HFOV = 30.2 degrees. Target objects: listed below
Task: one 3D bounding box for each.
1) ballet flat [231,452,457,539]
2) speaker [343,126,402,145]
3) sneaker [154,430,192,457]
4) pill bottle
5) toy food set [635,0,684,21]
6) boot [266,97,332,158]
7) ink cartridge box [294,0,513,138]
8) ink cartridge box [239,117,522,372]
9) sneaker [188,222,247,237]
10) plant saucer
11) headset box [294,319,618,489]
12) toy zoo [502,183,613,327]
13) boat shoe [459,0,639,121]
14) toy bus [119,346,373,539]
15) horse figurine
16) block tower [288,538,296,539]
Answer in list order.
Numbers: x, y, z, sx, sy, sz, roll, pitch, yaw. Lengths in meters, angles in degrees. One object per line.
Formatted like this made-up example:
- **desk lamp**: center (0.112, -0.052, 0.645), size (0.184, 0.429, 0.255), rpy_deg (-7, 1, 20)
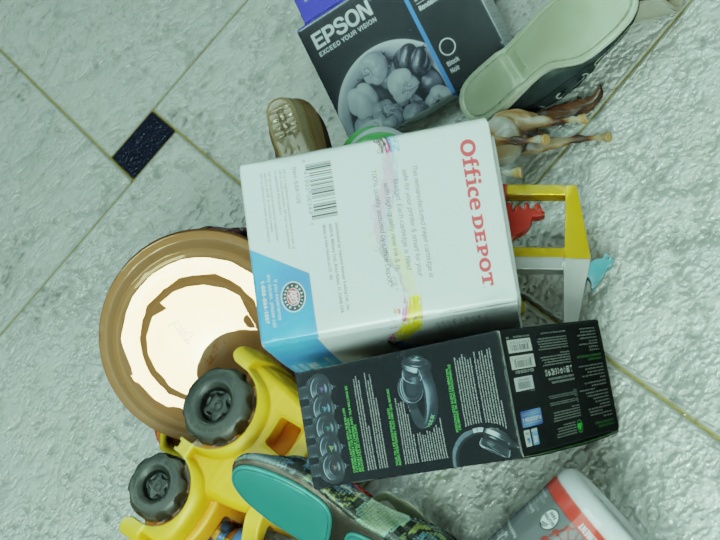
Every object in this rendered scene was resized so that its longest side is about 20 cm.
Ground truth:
- **ballet flat**: center (-0.008, 0.193, 1.065), size (0.199, 0.074, 0.075), rpy_deg (31, 77, 12)
- **speaker**: center (0.056, -0.073, 1.277), size (0.089, 0.088, 0.200), rpy_deg (-49, 39, -3)
- **sneaker**: center (-0.125, 0.109, 1.309), size (0.200, 0.073, 0.077), rpy_deg (-47, 38, 18)
- **pill bottle**: center (0.114, 0.246, 0.937), size (0.200, 0.116, 0.116), rpy_deg (-44, 39, 5)
- **toy food set**: center (0.254, -0.321, 1.319), size (0.142, 0.060, 0.202), rpy_deg (-7, 55, 39)
- **boot**: center (-0.039, -0.068, 1.322), size (0.071, 0.166, 0.203), rpy_deg (-14, 80, 10)
- **ink cartridge box**: center (0.037, -0.257, 1.385), size (0.197, 0.043, 0.202), rpy_deg (-29, 85, 22)
- **ink cartridge box**: center (0.022, -0.014, 1.069), size (0.197, 0.146, 0.149), rpy_deg (-10, 76, 6)
- **sneaker**: center (-0.156, 0.029, 1.395), size (0.114, 0.076, 0.202), rpy_deg (-6, 54, 35)
- **plant saucer**: center (-0.147, 0.063, 1.252), size (0.200, 0.200, 0.032), rpy_deg (-45, 7, 2)
- **headset box**: center (0.070, 0.104, 1.034), size (0.198, 0.173, 0.094), rpy_deg (-14, 83, 33)
- **toy zoo**: center (0.116, -0.008, 1.140), size (0.197, 0.020, 0.133), rpy_deg (0, 76, 9)
- **boat shoe**: center (0.188, -0.200, 1.273), size (0.199, 0.066, 0.075), rpy_deg (-40, 60, 24)
- **toy bus**: center (-0.080, 0.200, 1.158), size (0.191, 0.136, 0.201), rpy_deg (32, 83, 34)
- **horse figurine**: center (0.141, -0.121, 1.220), size (0.199, 0.051, 0.132), rpy_deg (-26, 21, -39)
- **block tower**: center (-0.115, 0.300, 1.094), size (0.200, 0.058, 0.054), rpy_deg (-45, 71, 26)
